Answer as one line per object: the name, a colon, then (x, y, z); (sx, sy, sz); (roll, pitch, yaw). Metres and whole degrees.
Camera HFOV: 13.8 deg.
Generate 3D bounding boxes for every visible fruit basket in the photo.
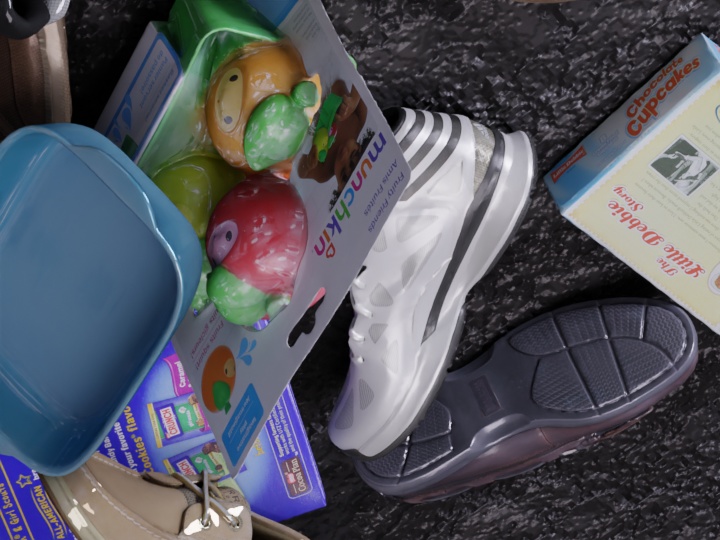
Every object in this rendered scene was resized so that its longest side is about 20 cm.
fruit basket: (-0.056, -0.036, 1.391); (0.094, 0.200, 0.185); (14, 123, -28)

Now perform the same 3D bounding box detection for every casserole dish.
casserole dish: (-0.139, 0.010, 1.393); (0.039, 0.121, 0.200); (-34, 165, -47)

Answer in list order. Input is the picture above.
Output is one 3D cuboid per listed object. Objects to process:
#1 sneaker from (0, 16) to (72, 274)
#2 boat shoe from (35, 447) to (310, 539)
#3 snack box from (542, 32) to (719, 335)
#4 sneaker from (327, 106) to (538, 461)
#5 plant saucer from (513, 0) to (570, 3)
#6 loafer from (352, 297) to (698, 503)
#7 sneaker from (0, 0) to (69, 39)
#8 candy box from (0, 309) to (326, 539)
sneaker: (-0.177, -0.071, 1.411); (0.075, 0.071, 0.200); (-3, 127, -9)
boat shoe: (-0.087, 0.129, 1.502); (0.065, 0.072, 0.200); (-41, 137, 10)
snack box: (0.205, -0.030, 1.585); (0.116, 0.037, 0.200); (-42, 128, 17)
sneaker: (0.000, 0.000, 1.534); (0.115, 0.076, 0.201); (18, 113, -19)
plant saucer: (0.104, -0.209, 1.417); (0.199, 0.030, 0.201); (-8, 129, -10)
loafer: (0.094, 0.074, 1.624); (0.199, 0.072, 0.063); (-23, 151, 9)
sneaker: (-0.196, -0.112, 1.301); (0.200, 0.115, 0.075); (-51, 135, -6)
candy box: (-0.136, 0.076, 1.537); (0.199, 0.077, 0.169); (-19, 132, -4)
